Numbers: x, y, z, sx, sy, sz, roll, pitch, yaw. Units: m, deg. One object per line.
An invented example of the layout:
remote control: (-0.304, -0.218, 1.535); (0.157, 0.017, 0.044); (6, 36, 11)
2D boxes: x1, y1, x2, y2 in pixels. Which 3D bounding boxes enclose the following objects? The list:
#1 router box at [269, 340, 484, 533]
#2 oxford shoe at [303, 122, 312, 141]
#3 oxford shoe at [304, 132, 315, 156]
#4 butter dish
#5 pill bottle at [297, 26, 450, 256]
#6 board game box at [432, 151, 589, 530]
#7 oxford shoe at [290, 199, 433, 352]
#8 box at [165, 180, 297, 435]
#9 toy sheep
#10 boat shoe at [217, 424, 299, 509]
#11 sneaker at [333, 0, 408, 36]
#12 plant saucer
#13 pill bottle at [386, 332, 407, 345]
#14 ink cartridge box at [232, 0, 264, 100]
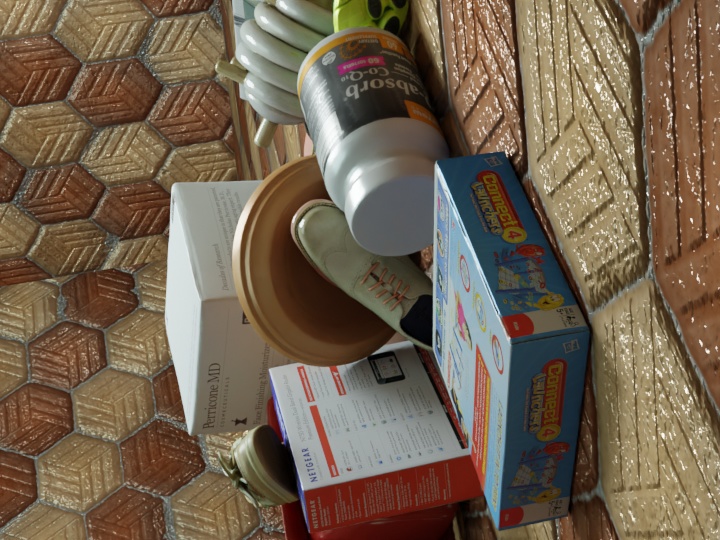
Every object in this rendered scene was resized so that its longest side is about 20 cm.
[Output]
router box: (0.019, 0.143, 1.298); (0.200, 0.179, 0.049); (-112, 14, -60)
oxford shoe: (-0.003, -0.115, 1.452); (0.200, 0.071, 0.072); (45, 151, 53)
oxford shoe: (-0.017, -0.179, 1.566); (0.074, 0.071, 0.201); (50, 150, 42)
butter dish: (0.025, 0.195, 1.440); (0.148, 0.199, 0.200); (-44, 50, 51)
pill bottle: (0.016, -0.116, 1.261); (0.117, 0.116, 0.200); (89, 167, -47)
board game box: (0.104, 0.051, 1.045); (0.196, 0.056, 0.201); (-108, 12, -46)
oxford shoe: (0.023, 0.006, 1.278); (0.200, 0.071, 0.074); (36, -178, -25)
box: (-0.132, 0.038, 1.527); (0.200, 0.130, 0.200); (-110, 22, -46)
toy sheep: (-0.069, -0.220, 1.450); (0.138, 0.137, 0.201); (-114, 44, -61)
boat shoe: (-0.093, 0.193, 1.315); (0.200, 0.062, 0.074); (69, 178, -74)
sneaker: (0.003, -0.229, 1.358); (0.201, 0.074, 0.084); (89, 165, -46)
plant saucer: (-0.023, -0.009, 1.322); (0.037, 0.199, 0.201); (0, 100, 59)
pill bottle: (0.000, 0.000, 1.512); (0.111, 0.111, 0.201); (109, 151, -73)
ink cartridge box: (-0.076, -0.302, 1.584); (0.201, 0.084, 0.146); (90, -158, -47)
